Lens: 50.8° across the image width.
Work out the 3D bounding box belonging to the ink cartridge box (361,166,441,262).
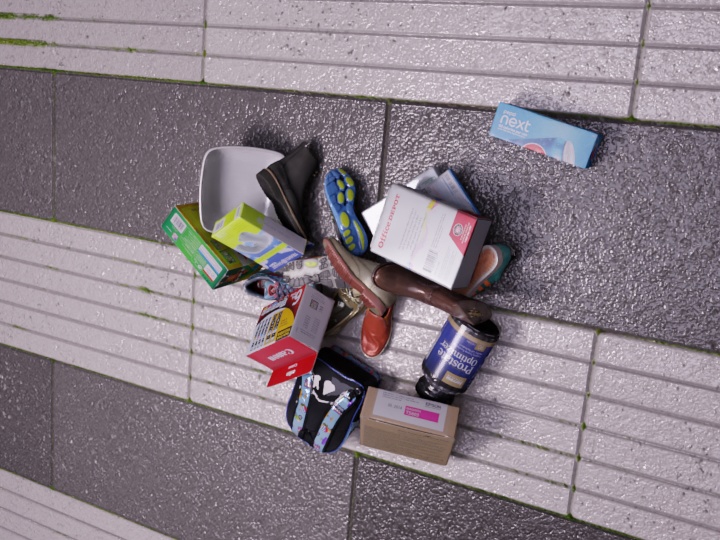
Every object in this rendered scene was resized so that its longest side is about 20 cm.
[{"bbox_3d":[0.127,-0.084,1.603,0.198,0.040,0.202,-30,85,27],"label":"ink cartridge box"}]

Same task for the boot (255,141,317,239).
[{"bbox_3d":[-0.130,-0.173,1.703,0.077,0.138,0.201,27,151,47],"label":"boot"}]

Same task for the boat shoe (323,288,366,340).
[{"bbox_3d":[-0.041,0.082,1.700,0.073,0.063,0.201,49,114,12],"label":"boat shoe"}]

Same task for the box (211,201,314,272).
[{"bbox_3d":[-0.216,-0.066,1.686,0.121,0.199,0.048,-27,43,43],"label":"box"}]

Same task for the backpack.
[{"bbox_3d":[-0.068,0.297,1.709,0.181,0.134,0.202,28,109,20],"label":"backpack"}]

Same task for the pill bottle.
[{"bbox_3d":[0.195,0.183,1.572,0.111,0.112,0.202,34,111,18],"label":"pill bottle"}]

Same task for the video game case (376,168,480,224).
[{"bbox_3d":[0.145,-0.092,1.560,0.199,0.018,0.144,-36,83,26],"label":"video game case"}]

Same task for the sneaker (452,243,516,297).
[{"bbox_3d":[0.242,0.012,1.548,0.200,0.079,0.072,-43,61,47],"label":"sneaker"}]

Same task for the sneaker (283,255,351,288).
[{"bbox_3d":[-0.073,-0.007,1.680,0.197,0.085,0.078,2,103,19],"label":"sneaker"}]

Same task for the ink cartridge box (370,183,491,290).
[{"bbox_3d":[0.137,-0.070,1.496,0.199,0.082,0.147,27,105,28],"label":"ink cartridge box"}]

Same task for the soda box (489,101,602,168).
[{"bbox_3d":[0.353,-0.259,1.449,0.198,0.064,0.069,25,108,22],"label":"soda box"}]

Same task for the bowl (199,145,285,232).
[{"bbox_3d":[-0.270,-0.186,1.729,0.197,0.075,0.203,2,106,-18],"label":"bowl"}]

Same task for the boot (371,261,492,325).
[{"bbox_3d":[0.139,0.048,1.474,0.200,0.184,0.065,33,108,56],"label":"boot"}]

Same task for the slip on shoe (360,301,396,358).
[{"bbox_3d":[0.038,0.101,1.667,0.073,0.061,0.202,23,109,20],"label":"slip on shoe"}]

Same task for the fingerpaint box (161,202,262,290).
[{"bbox_3d":[-0.338,-0.063,1.768,0.200,0.166,0.073,48,117,11],"label":"fingerpaint box"}]

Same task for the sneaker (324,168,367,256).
[{"bbox_3d":[-0.039,-0.124,1.656,0.083,0.070,0.202,146,109,-70],"label":"sneaker"}]

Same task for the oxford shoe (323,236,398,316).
[{"bbox_3d":[0.000,0.000,1.600,0.074,0.071,0.201,-40,92,-15],"label":"oxford shoe"}]

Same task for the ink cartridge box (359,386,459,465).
[{"bbox_3d":[0.100,0.328,1.590,0.197,0.076,0.166,13,147,6],"label":"ink cartridge box"}]

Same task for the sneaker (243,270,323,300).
[{"bbox_3d":[-0.183,0.049,1.748,0.197,0.095,0.081,3,100,26],"label":"sneaker"}]

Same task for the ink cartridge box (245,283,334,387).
[{"bbox_3d":[-0.163,0.148,1.673,0.083,0.177,0.199,32,146,-24],"label":"ink cartridge box"}]
